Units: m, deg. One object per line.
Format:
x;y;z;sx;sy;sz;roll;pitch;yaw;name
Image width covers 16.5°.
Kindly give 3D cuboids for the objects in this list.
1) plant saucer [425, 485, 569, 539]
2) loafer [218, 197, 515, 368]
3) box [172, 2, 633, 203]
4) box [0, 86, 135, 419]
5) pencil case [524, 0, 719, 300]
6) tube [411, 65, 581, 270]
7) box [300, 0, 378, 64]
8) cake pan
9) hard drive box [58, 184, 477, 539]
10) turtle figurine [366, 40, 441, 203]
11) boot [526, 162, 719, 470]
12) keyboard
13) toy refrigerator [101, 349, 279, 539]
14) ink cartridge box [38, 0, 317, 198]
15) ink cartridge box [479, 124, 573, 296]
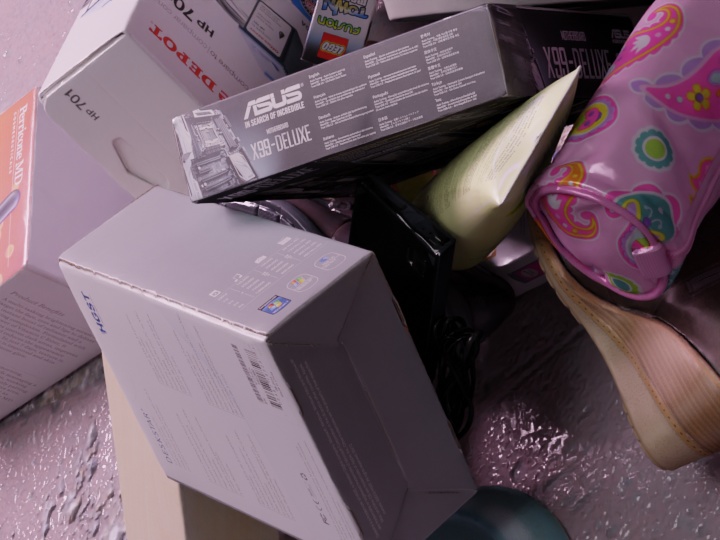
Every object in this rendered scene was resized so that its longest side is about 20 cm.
0.039;0.206;1.312;0.200;0.027;0.201;-30;48;39;plant saucer
0.000;0.000;1.391;0.199;0.063;0.072;25;124;39;loafer
0.027;-0.084;1.295;0.199;0.157;0.050;-17;83;33;box
-0.246;-0.006;1.749;0.200;0.106;0.153;-33;46;38;box
0.161;-0.084;1.190;0.087;0.088;0.200;3;49;53;pencil case
0.066;-0.042;1.239;0.200;0.052;0.058;129;130;-74;tube
0.005;-0.199;1.493;0.200;0.034;0.111;-77;4;-69;box
0.099;-0.157;1.323;0.200;0.199;0.037;1;96;53;cake pan
-0.051;0.053;1.296;0.077;0.157;0.199;-39;32;-25;hard drive box
0.015;-0.062;1.456;0.161;0.064;0.201;-123;37;-64;turtle figurine
0.179;-0.016;1.226;0.166;0.072;0.201;-39;51;19;boot
0.030;0.048;1.315;0.104;0.039;0.201;45;144;35;keyboard
-0.097;0.097;1.446;0.076;0.070;0.202;10;110;55;toy refrigerator
-0.098;-0.132;1.539;0.086;0.146;0.201;-33;24;31;ink cartridge box
0.138;-0.064;1.338;0.200;0.037;0.095;-30;47;43;ink cartridge box
